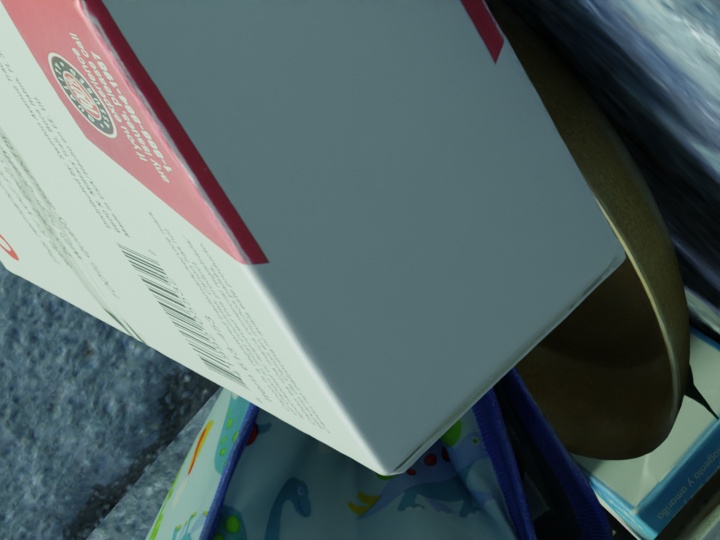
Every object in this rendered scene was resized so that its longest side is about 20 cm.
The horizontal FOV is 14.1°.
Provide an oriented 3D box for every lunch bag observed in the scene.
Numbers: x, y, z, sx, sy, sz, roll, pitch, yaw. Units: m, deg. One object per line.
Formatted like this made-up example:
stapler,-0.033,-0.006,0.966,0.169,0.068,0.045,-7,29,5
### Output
lunch bag,-0.010,0.098,0.801,0.126,0.201,0.170,6,159,-11

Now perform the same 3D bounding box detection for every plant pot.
plant pot,0.017,-0.032,0.786,0.200,0.027,0.200,41,161,17

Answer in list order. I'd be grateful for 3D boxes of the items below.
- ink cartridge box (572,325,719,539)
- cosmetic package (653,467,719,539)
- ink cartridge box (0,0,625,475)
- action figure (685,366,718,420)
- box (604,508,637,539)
ink cartridge box,0.155,0.103,1.049,0.200,0.068,0.115,43,178,-26
cosmetic package,0.121,0.081,0.765,0.071,0.105,0.200,43,177,5
ink cartridge box,-0.050,-0.052,0.706,0.200,0.084,0.145,24,151,55
action figure,0.028,-0.034,0.896,0.200,0.055,0.118,49,178,-35
box,0.148,0.160,1.140,0.200,0.160,0.044,42,148,32
